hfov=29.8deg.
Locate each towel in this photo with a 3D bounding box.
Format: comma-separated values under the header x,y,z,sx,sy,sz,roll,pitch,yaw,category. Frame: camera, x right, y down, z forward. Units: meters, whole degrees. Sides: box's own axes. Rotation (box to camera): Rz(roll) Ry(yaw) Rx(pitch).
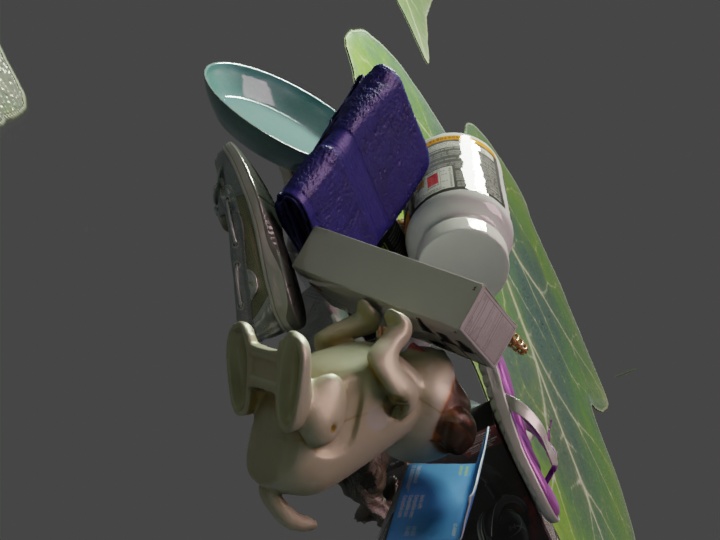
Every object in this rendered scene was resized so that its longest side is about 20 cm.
x,y,z,sx,sy,sz,roll,pitch,yaw,category
-0.007,-0.091,1.344,0.200,0.049,0.148,-56,141,-30,towel

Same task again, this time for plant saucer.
x,y,z,sx,sy,sz,roll,pitch,yaw,category
-0.082,-0.153,1.427,0.199,0.036,0.200,27,21,-11,plant saucer

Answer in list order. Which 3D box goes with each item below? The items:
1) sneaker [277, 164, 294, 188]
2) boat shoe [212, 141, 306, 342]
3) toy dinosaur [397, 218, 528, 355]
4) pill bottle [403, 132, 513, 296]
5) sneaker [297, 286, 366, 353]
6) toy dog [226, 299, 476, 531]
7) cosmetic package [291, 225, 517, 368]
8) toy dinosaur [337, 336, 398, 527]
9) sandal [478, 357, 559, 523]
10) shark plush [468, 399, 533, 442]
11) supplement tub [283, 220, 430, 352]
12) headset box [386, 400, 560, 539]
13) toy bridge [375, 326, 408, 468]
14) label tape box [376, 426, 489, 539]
x,y,z,sx,sy,sz,roll,pitch,yaw,category
-0.055,-0.136,1.534,0.201,0.084,0.075,68,16,5,sneaker
-0.107,-0.028,1.273,0.074,0.064,0.203,51,19,-68,boat shoe
0.107,0.023,1.546,0.136,0.102,0.201,-21,86,-85,toy dinosaur
0.102,-0.054,1.435,0.117,0.116,0.200,58,17,-28,pill bottle
-0.019,0.101,1.340,0.118,0.073,0.201,54,17,-21,sneaker
0.006,0.121,1.161,0.199,0.139,0.195,-2,85,-30,toy dog
0.037,0.023,1.223,0.051,0.199,0.083,-58,140,-15,cosmetic package
0.004,0.169,1.315,0.102,0.076,0.201,29,53,-71,toy dinosaur
0.170,0.157,1.379,0.204,0.050,0.082,68,11,14,sandal
0.092,0.161,1.516,0.083,0.199,0.091,-31,131,-50,shark plush
0.000,0.000,1.461,0.201,0.122,0.123,61,17,-23,supplement tub
0.106,0.244,1.414,0.077,0.148,0.201,-81,146,-74,headset box
0.041,0.126,1.343,0.067,0.027,0.201,-174,-109,-70,toy bridge
0.046,0.239,1.181,0.143,0.066,0.201,-61,170,-69,label tape box
